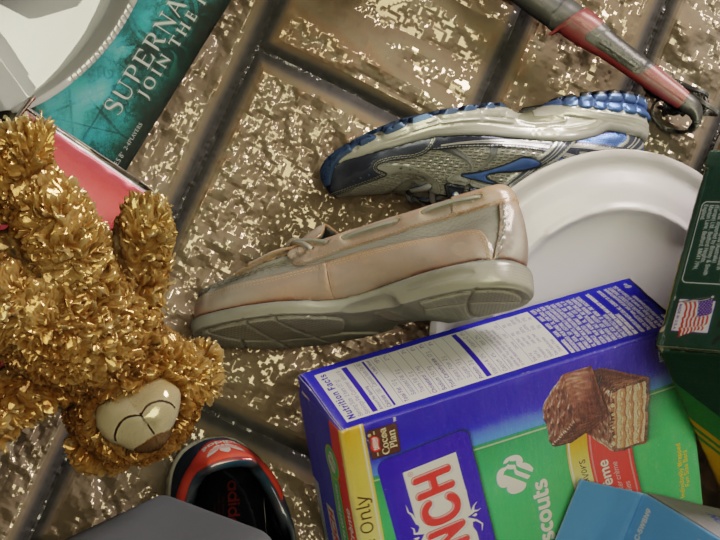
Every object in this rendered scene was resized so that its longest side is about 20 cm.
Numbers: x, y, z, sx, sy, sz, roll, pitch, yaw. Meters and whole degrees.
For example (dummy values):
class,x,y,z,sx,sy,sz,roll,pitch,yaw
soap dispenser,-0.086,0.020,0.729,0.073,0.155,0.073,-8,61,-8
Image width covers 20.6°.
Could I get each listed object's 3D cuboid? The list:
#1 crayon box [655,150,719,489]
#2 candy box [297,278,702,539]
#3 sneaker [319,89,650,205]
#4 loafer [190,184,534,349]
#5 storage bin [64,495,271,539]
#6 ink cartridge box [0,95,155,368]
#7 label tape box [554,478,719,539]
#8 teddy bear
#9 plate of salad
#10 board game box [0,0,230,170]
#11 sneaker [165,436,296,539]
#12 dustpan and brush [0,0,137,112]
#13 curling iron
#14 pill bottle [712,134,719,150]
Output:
class,x,y,z,sx,sy,sz,roll,pitch,yaw
crayon box,0.221,0.044,1.082,0.051,0.200,0.127,4,58,27
candy box,0.080,0.116,1.074,0.199,0.077,0.170,-16,114,-13
sneaker,0.077,-0.051,1.129,0.199,0.077,0.086,-8,89,-14
loafer,0.000,0.000,1.072,0.199,0.072,0.063,-9,71,26
storage bin,-0.116,0.212,0.984,0.134,0.145,0.201,-28,124,-48
ink cartridge box,-0.194,0.027,1.000,0.084,0.176,0.201,33,77,-8
label tape box,0.186,0.205,1.072,0.199,0.063,0.145,14,105,-28
teddy bear,-0.138,0.021,0.927,0.145,0.067,0.201,-31,118,-28
plate of salad,0.129,0.024,1.125,0.199,0.048,0.201,-7,112,-17
board game box,-0.140,-0.162,1.074,0.135,0.028,0.201,31,93,-20
sneaker,-0.061,0.187,1.057,0.075,0.084,0.201,-14,86,-15
dustpan and brush,-0.140,-0.186,1.020,0.200,0.057,0.140,-36,108,-5
curling iron,0.123,-0.141,1.170,0.200,0.050,0.026,34,75,-2
pill bottle,0.286,-0.062,1.113,0.119,0.200,0.120,2,82,-13
